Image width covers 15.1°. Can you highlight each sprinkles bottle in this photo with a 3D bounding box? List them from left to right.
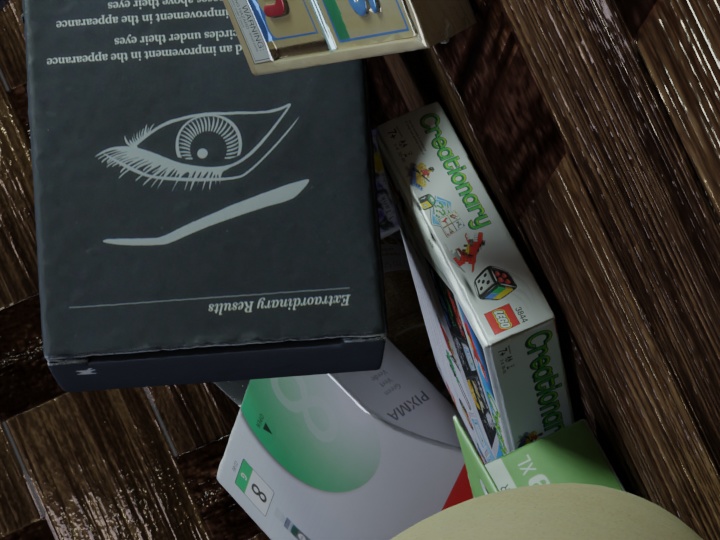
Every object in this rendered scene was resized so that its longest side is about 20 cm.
[{"bbox_3d":[0.000,0.000,1.476,0.200,0.068,0.068,-121,9,-50],"label":"sprinkles bottle"}]

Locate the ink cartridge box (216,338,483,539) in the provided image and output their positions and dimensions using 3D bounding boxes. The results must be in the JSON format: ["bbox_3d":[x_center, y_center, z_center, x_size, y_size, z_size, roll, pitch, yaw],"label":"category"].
[{"bbox_3d":[0.018,0.124,1.381,0.200,0.050,0.161,47,146,19],"label":"ink cartridge box"}]

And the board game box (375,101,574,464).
[{"bbox_3d":[0.058,0.032,1.220,0.200,0.035,0.126,74,171,-56],"label":"board game box"}]

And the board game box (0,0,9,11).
[{"bbox_3d":[-0.164,-0.186,1.254,0.200,0.062,0.200,-66,-15,-50],"label":"board game box"}]

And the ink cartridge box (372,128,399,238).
[{"bbox_3d":[-0.061,-0.008,1.320,0.109,0.200,0.050,152,93,-84],"label":"ink cartridge box"}]

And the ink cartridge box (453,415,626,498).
[{"bbox_3d":[0.096,0.135,1.160,0.200,0.059,0.104,75,169,-58],"label":"ink cartridge box"}]

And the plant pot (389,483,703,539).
[{"bbox_3d":[0.072,0.155,0.978,0.200,0.200,0.134,68,-151,-27],"label":"plant pot"}]

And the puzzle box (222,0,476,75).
[{"bbox_3d":[-0.037,-0.173,1.029,0.133,0.025,0.200,-4,113,58],"label":"puzzle box"}]

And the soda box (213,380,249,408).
[{"bbox_3d":[-0.020,0.068,1.506,0.200,0.071,0.063,42,-169,11],"label":"soda box"}]

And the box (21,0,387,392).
[{"bbox_3d":[-0.068,-0.053,1.185,0.104,0.148,0.200,98,169,-81],"label":"box"}]
